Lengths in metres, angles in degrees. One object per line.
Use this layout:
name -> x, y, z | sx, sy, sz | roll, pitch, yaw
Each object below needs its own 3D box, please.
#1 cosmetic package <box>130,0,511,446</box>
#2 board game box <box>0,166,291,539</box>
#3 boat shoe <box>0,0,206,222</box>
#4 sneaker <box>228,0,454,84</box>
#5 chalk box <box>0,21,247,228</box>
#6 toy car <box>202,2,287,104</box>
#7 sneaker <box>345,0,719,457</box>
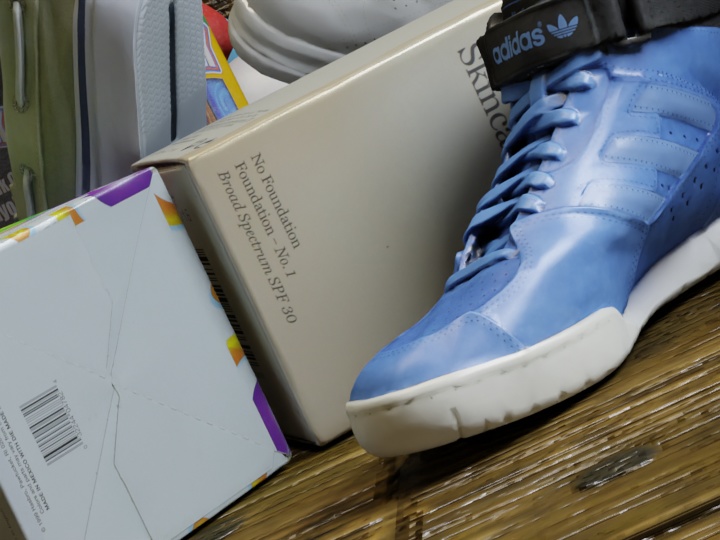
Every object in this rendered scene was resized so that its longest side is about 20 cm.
cosmetic package -> 0.037, -0.034, 0.737 | 0.199, 0.104, 0.073 | -29, 11, -17
board game box -> -0.137, 0.052, 0.719 | 0.199, 0.105, 0.103 | -17, 11, 46
boat shoe -> -0.091, -0.027, 0.781 | 0.062, 0.201, 0.072 | 16, 30, 22
sneaker -> 0.055, -0.099, 0.810 | 0.199, 0.089, 0.075 | 10, 34, -7
chalk box -> -0.127, -0.049, 0.940 | 0.124, 0.201, 0.124 | -21, 9, 30
toy car -> -0.064, -0.058, 1.191 | 0.199, 0.178, 0.184 | 9, 8, 23
sneaker -> 0.053, -0.033, 0.641 | 0.200, 0.112, 0.077 | -31, 10, -34
